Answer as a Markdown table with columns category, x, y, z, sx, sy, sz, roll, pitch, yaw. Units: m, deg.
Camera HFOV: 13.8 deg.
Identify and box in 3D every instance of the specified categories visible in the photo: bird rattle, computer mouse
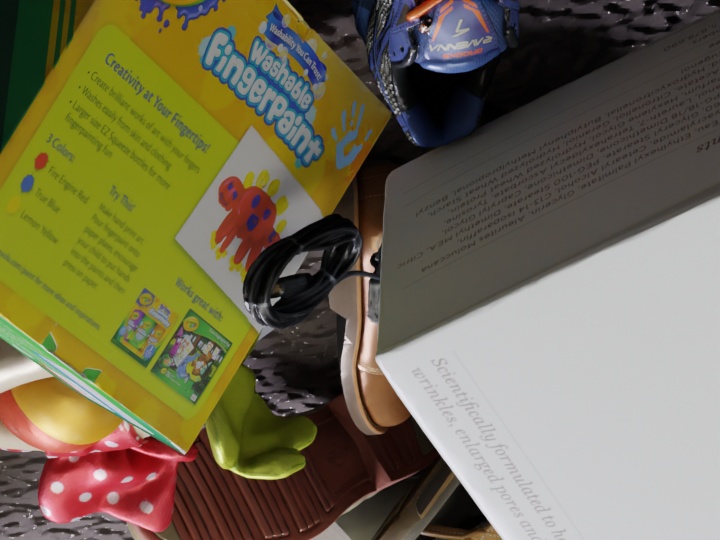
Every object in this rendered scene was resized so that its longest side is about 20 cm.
| category | x | y | z | sx | sy | sz | roll | pitch | yaw |
| --- | --- | --- | --- | --- | --- | --- | --- | --- | --- |
| bird rattle | -0.115 | 0.047 | 1.325 | 0.163 | 0.113 | 0.200 | 13 | 160 | -39 |
| computer mouse | 0.000 | 0.000 | 1.240 | 0.200 | 0.034 | 0.059 | 2 | 112 | -63 |

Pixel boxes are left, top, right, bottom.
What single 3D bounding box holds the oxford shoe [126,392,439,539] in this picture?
| category | x | y | z | sx | sy | sz | roll | pitch | yaw |
| --- | --- | --- | --- | --- | --- | --- | --- | --- | --- |
| oxford shoe | -0.045 | 0.109 | 1.489 | 0.199 | 0.071 | 0.074 | -14 | 166 | -42 |

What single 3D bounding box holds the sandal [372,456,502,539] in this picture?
| category | x | y | z | sx | sy | sz | roll | pitch | yaw |
| --- | --- | --- | --- | --- | --- | --- | --- | --- | --- |
| sandal | 0.068 | 0.117 | 1.510 | 0.082 | 0.055 | 0.200 | -54 | 161 | 20 |

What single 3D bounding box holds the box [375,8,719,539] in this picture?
| category | x | y | z | sx | sy | sz | roll | pitch | yaw |
| --- | --- | --- | --- | --- | --- | --- | --- | --- | --- |
| box | 0.138 | 0.026 | 1.184 | 0.199 | 0.131 | 0.199 | -25 | 119 | 18 |

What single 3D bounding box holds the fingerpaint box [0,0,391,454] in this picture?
| category | x | y | z | sx | sy | sz | roll | pitch | yaw |
| --- | --- | --- | --- | --- | --- | --- | --- | --- | --- |
| fingerpaint box | -0.094 | -0.046 | 1.146 | 0.073 | 0.167 | 0.200 | 26 | 171 | 33 |

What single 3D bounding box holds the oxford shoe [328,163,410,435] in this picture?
| category | x | y | z | sx | sy | sz | roll | pitch | yaw |
| --- | --- | --- | --- | --- | --- | --- | --- | --- | --- |
| oxford shoe | 0.021 | 0.019 | 1.392 | 0.071 | 0.072 | 0.200 | -5 | 150 | -1 |

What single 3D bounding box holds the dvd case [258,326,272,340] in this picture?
| category | x | y | z | sx | sy | sz | roll | pitch | yaw |
| --- | --- | --- | --- | --- | --- | --- | --- | --- | --- |
| dvd case | -0.152 | 0.023 | 1.395 | 0.199 | 0.025 | 0.150 | 17 | 141 | -40 |

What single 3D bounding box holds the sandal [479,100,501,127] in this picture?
| category | x | y | z | sx | sy | sz | roll | pitch | yaw |
| --- | --- | --- | --- | --- | --- | --- | --- | --- | --- |
| sandal | 0.080 | -0.004 | 1.356 | 0.054 | 0.082 | 0.200 | -35 | 144 | 5 |

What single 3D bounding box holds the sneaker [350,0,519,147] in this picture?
| category | x | y | z | sx | sy | sz | roll | pitch | yaw |
| --- | --- | --- | --- | --- | --- | --- | --- | --- | --- |
| sneaker | 0.038 | -0.118 | 1.146 | 0.075 | 0.079 | 0.200 | -8 | 152 | -4 |

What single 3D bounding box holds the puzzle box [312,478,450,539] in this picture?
| category | x | y | z | sx | sy | sz | roll | pitch | yaw |
| --- | --- | --- | --- | --- | --- | --- | --- | --- | --- |
| puzzle box | 0.056 | 0.153 | 1.558 | 0.132 | 0.200 | 0.026 | 2 | 105 | -20 |
